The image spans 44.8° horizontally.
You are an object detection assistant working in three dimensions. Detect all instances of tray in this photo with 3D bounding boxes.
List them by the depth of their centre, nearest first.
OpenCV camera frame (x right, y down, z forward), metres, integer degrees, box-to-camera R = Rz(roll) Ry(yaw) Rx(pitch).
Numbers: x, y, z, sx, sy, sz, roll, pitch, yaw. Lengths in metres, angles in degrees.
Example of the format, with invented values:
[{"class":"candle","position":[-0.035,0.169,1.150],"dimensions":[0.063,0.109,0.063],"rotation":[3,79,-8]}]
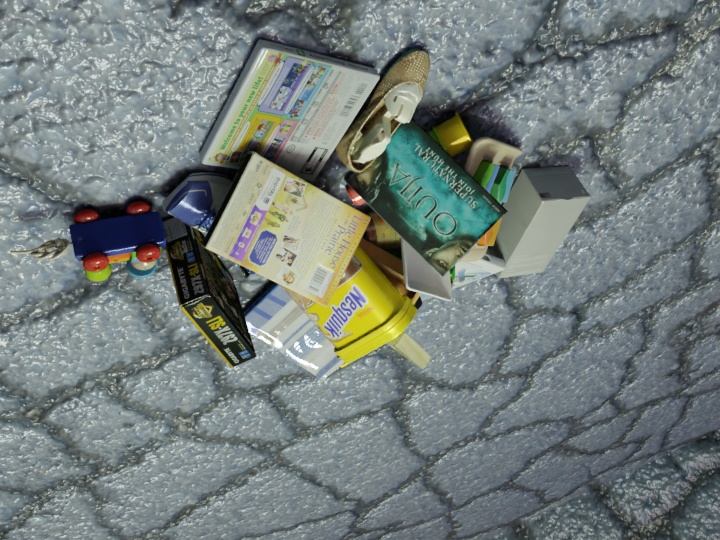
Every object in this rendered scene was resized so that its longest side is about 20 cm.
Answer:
[{"class":"tray","position":[0.091,-0.054,1.350],"dimensions":[0.022,0.200,0.107],"rotation":[-21,154,39]},{"class":"tray","position":[0.000,0.000,1.387],"dimensions":[0.200,0.037,0.099],"rotation":[30,133,2]}]

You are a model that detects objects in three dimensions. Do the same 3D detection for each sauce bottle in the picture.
[{"class":"sauce bottle","position":[0.091,-0.076,1.426],"dimensions":[0.200,0.066,0.066],"rotation":[-12,144,-20]}]

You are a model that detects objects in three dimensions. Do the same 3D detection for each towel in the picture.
[{"class":"towel","position":[-0.095,0.101,1.502],"dimensions":[0.200,0.024,0.147],"rotation":[37,120,-22]}]

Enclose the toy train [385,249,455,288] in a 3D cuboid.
[{"class":"toy train","position":[0.059,-0.009,1.417],"dimensions":[0.200,0.056,0.042],"rotation":[16,135,17]}]

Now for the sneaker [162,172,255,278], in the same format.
[{"class":"sneaker","position":[-0.174,-0.058,1.244],"dimensions":[0.081,0.115,0.199],"rotation":[-42,142,23]}]

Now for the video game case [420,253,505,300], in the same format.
[{"class":"video game case","position":[0.120,0.002,1.522],"dimensions":[0.200,0.022,0.182],"rotation":[-23,153,39]}]

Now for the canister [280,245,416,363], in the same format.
[{"class":"canister","position":[-0.032,0.028,1.339],"dimensions":[0.148,0.087,0.200],"rotation":[-33,104,36]}]

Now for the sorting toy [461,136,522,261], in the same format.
[{"class":"sorting toy","position":[0.189,-0.101,1.351],"dimensions":[0.185,0.036,0.200],"rotation":[-2,114,-63]}]

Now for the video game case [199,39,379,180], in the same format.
[{"class":"video game case","position":[-0.096,-0.207,1.173],"dimensions":[0.182,0.022,0.200],"rotation":[5,137,-36]}]

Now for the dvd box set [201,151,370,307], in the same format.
[{"class":"dvd box set","position":[-0.100,-0.055,1.212],"dimensions":[0.200,0.029,0.147],"rotation":[27,88,-26]}]

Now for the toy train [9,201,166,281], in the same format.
[{"class":"toy train","position":[-0.374,-0.022,1.214],"dimensions":[0.200,0.085,0.116],"rotation":[-11,157,-18]}]

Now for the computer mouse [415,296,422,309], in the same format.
[{"class":"computer mouse","position":[0.029,0.030,1.507],"dimensions":[0.200,0.059,0.034],"rotation":[18,95,-37]}]

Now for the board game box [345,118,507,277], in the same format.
[{"class":"board game box","position":[0.094,-0.107,1.264],"dimensions":[0.135,0.200,0.028],"rotation":[-46,175,13]}]

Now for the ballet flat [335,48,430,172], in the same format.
[{"class":"ballet flat","position":[0.039,-0.212,1.208],"dimensions":[0.070,0.065,0.200],"rotation":[11,132,-35]}]

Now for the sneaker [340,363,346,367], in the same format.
[{"class":"sneaker","position":[-0.071,0.108,1.559],"dimensions":[0.073,0.077,0.200],"rotation":[-36,135,19]}]

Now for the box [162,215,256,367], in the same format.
[{"class":"box","position":[-0.224,0.031,1.295],"dimensions":[0.049,0.160,0.200],"rotation":[-24,147,0]}]

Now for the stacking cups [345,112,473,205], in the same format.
[{"class":"stacking cups","position":[0.070,-0.164,1.309],"dimensions":[0.200,0.061,0.061],"rotation":[-27,146,13]}]

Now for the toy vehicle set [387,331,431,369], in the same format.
[{"class":"toy vehicle set","position":[0.022,0.089,1.492],"dimensions":[0.027,0.200,0.124],"rotation":[-53,144,-5]}]

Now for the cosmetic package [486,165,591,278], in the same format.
[{"class":"cosmetic package","position":[0.301,-0.083,1.523],"dimensions":[0.107,0.090,0.200],"rotation":[-5,139,-27]}]
